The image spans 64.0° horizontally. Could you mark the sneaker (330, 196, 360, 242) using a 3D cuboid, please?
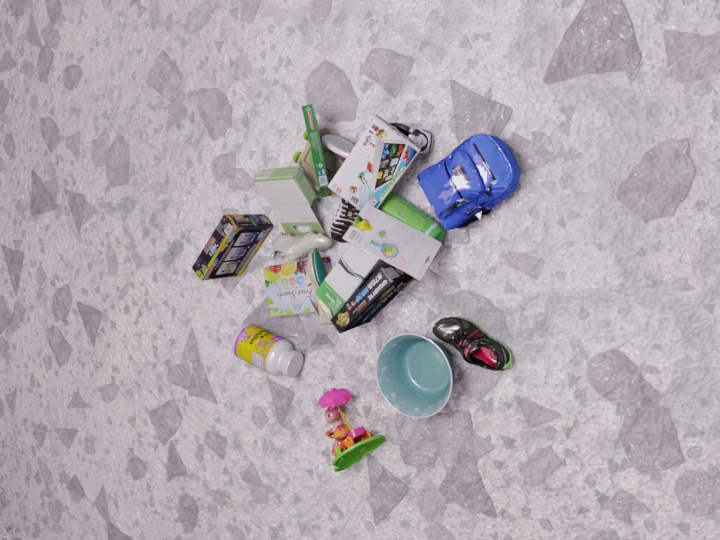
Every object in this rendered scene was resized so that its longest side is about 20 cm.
[{"bbox_3d":[-0.023,-0.169,1.477,0.075,0.116,0.201,16,139,-7],"label":"sneaker"}]

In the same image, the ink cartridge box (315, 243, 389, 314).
[{"bbox_3d":[0.000,0.000,1.426,0.083,0.146,0.201,44,115,15],"label":"ink cartridge box"}]

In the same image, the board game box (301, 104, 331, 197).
[{"bbox_3d":[-0.107,-0.292,1.430,0.029,0.135,0.202,-12,88,0],"label":"board game box"}]

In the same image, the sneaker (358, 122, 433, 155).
[{"bbox_3d":[0.062,-0.316,1.372,0.198,0.129,0.080,19,102,28],"label":"sneaker"}]

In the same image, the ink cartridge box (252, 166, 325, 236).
[{"bbox_3d":[-0.179,-0.180,1.535,0.144,0.048,0.201,2,138,36],"label":"ink cartridge box"}]

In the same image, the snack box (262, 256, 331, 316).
[{"bbox_3d":[-0.168,0.046,1.584,0.198,0.053,0.144,-9,92,29],"label":"snack box"}]

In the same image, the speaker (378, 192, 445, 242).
[{"bbox_3d":[0.104,-0.119,1.390,0.199,0.088,0.089,37,111,23],"label":"speaker"}]

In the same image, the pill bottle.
[{"bbox_3d":[-0.260,0.230,1.627,0.199,0.104,0.105,20,104,27],"label":"pill bottle"}]

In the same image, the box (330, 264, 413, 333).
[{"bbox_3d":[0.035,0.063,1.403,0.200,0.159,0.046,-46,75,25],"label":"box"}]

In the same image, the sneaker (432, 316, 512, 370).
[{"bbox_3d":[0.252,0.166,1.326,0.199,0.084,0.077,25,106,27],"label":"sneaker"}]

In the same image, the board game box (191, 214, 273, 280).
[{"bbox_3d":[-0.358,-0.068,1.623,0.057,0.165,0.200,46,115,17],"label":"board game box"}]

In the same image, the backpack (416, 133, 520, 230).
[{"bbox_3d":[0.242,-0.195,1.257,0.199,0.168,0.163,-32,85,25],"label":"backpack"}]

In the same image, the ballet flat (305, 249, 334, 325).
[{"bbox_3d":[-0.112,0.047,1.488,0.062,0.067,0.202,-18,88,19],"label":"ballet flat"}]

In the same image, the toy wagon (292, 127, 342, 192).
[{"bbox_3d":[-0.112,-0.274,1.533,0.155,0.039,0.201,39,113,23],"label":"toy wagon"}]

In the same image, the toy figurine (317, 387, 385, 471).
[{"bbox_3d":[-0.049,0.406,1.525,0.185,0.149,0.201,61,144,27],"label":"toy figurine"}]

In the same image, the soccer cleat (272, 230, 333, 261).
[{"bbox_3d":[-0.157,-0.061,1.555,0.199,0.069,0.078,1,68,37],"label":"soccer cleat"}]

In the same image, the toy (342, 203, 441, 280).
[{"bbox_3d":[0.070,-0.060,1.313,0.199,0.116,0.047,30,152,6],"label":"toy"}]

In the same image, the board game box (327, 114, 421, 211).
[{"bbox_3d":[0.030,-0.236,1.318,0.126,0.035,0.200,34,117,-8],"label":"board game box"}]

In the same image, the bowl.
[{"bbox_3d":[0.146,0.242,1.384,0.199,0.105,0.203,3,95,31],"label":"bowl"}]

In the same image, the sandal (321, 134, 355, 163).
[{"bbox_3d":[-0.017,-0.276,1.437,0.202,0.082,0.050,30,121,12],"label":"sandal"}]
